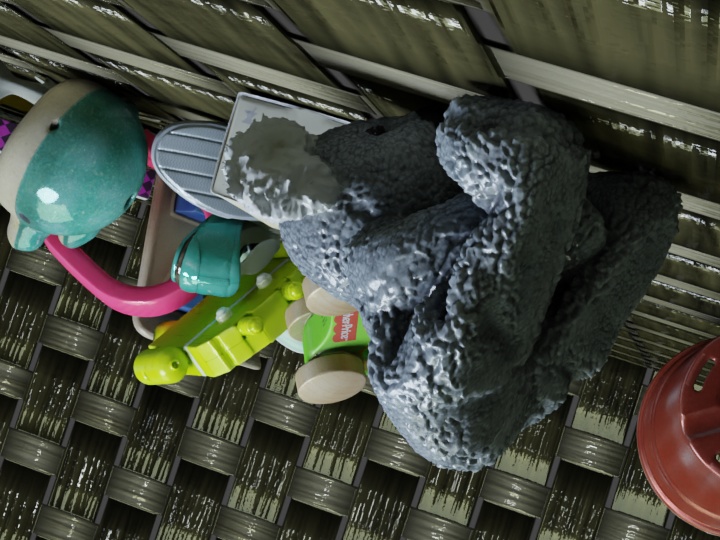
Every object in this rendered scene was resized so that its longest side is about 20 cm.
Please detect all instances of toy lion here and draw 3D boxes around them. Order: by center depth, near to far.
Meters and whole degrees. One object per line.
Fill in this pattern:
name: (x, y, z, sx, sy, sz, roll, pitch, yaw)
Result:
toy lion: (0.051, 0.006, 1.104, 0.190, 0.069, 0.201, -6, 150, -9)

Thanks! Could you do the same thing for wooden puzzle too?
wooden puzzle: (-0.134, -0.018, 1.650, 0.046, 0.202, 0.185, -4, 165, 35)

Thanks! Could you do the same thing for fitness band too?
fitness band: (-0.205, -0.045, 1.538, 0.200, 0.144, 0.038, 40, 167, 27)

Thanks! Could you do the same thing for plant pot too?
plant pot: (0.366, 0.142, 1.610, 0.199, 0.202, 0.195, 18, 169, 9)

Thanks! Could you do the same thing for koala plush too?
koala plush: (0.027, -0.015, 0.907, 0.199, 0.185, 0.177, 31, -175, 35)

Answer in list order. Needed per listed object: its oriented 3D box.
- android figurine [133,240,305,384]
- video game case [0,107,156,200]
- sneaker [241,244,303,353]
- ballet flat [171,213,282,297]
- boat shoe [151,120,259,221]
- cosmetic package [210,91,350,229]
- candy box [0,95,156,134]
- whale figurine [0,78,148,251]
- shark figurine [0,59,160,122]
android figurine: (-0.107, 0.036, 1.440, 0.041, 0.182, 0.200, 55, 159, -13)
video game case: (-0.323, -0.128, 1.660, 0.199, 0.036, 0.181, 18, -176, -39)
sneaker: (-0.074, 0.010, 1.591, 0.202, 0.073, 0.118, 65, 175, -25)
ballet flat: (-0.097, -0.035, 1.446, 0.070, 0.068, 0.200, 18, -147, 5)
boat shoe: (-0.078, -0.071, 1.404, 0.198, 0.073, 0.062, 18, -178, -16)
cosmetic package: (-0.028, -0.061, 1.206, 0.103, 0.074, 0.200, 17, 178, 11)
candy box: (-0.268, -0.145, 1.689, 0.198, 0.027, 0.102, 19, 177, -13)
whale figurine: (-0.226, -0.071, 1.428, 0.103, 0.160, 0.200, 33, 163, 13)
shark figurine: (-0.262, -0.121, 1.494, 0.127, 0.090, 0.214, 16, 179, 17)
